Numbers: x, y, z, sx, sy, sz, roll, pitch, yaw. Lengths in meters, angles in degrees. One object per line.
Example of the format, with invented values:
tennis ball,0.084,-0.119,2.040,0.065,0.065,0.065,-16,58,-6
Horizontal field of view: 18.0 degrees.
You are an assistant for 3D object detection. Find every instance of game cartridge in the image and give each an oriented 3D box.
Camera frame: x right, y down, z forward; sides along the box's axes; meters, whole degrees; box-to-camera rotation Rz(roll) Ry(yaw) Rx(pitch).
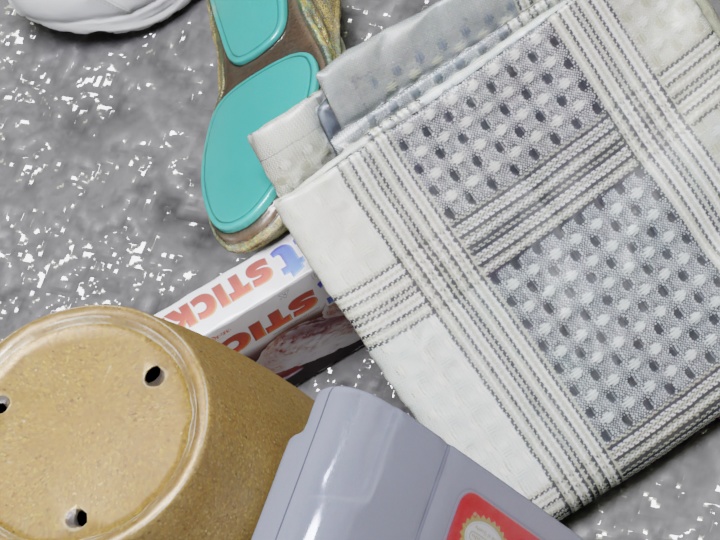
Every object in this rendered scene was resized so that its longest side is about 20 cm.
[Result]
game cartridge,0.038,0.144,0.767,0.041,0.200,0.133,-6,55,51

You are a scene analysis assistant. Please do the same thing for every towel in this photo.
towel,0.081,-0.022,0.884,0.192,0.035,0.200,-33,92,-5

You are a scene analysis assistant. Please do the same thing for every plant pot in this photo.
plant pot,-0.068,0.101,0.815,0.186,0.200,0.187,-6,59,11

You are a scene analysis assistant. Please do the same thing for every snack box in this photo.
snack box,0.000,0.000,0.931,0.200,0.072,0.024,-31,57,-4

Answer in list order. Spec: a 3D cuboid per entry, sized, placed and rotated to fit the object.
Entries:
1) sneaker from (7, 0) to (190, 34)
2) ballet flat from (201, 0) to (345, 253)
sneaker,-0.081,-0.182,1.047,0.200,0.099,0.078,-25,56,0
ballet flat,-0.030,-0.074,0.977,0.071,0.071,0.200,-14,45,8
